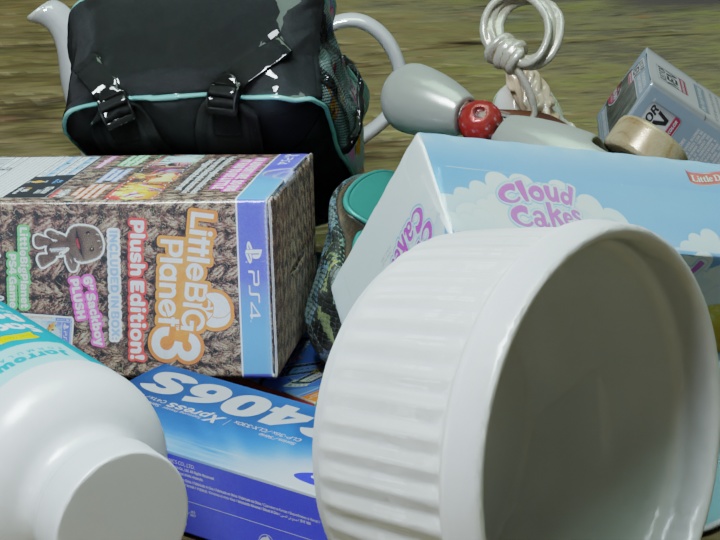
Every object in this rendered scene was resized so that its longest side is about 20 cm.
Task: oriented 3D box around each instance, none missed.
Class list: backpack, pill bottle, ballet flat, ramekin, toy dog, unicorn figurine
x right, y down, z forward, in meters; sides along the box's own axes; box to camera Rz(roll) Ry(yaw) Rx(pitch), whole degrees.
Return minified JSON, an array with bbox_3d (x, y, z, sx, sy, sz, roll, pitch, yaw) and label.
[{"bbox_3d":[-0.081,-0.106,1.456,0.174,0.200,0.154,-6,59,13],"label":"backpack"},{"bbox_3d":[-0.163,0.081,1.084,0.110,0.112,0.199,-11,24,-37],"label":"pill bottle"},{"bbox_3d":[0.000,0.000,1.359,0.074,0.075,0.200,6,20,6],"label":"ballet flat"},{"bbox_3d":[0.067,0.075,1.033,0.104,0.202,0.200,7,17,38],"label":"ramekin"},{"bbox_3d":[0.110,-0.060,1.409,0.131,0.096,0.200,-35,58,-4],"label":"toy dog"},{"bbox_3d":[0.108,-0.069,1.565,0.073,0.201,0.138,-21,60,-29],"label":"unicorn figurine"}]

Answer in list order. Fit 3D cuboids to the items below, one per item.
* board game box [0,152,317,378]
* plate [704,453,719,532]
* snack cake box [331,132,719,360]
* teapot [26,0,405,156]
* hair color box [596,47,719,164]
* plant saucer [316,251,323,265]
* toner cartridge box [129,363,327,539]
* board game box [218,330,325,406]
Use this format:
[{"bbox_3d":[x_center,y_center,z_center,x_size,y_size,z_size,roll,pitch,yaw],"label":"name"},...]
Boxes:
[{"bbox_3d":[-0.132,-0.006,1.307,0.198,0.098,0.159,0,12,8],"label":"board game box"},{"bbox_3d":[0.120,0.062,1.224,0.199,0.026,0.201,16,44,-16],"label":"plate"},{"bbox_3d":[0.100,0.001,1.165,0.198,0.115,0.068,4,49,-27],"label":"snack cake box"},{"bbox_3d":[-0.101,-0.125,1.643,0.199,0.147,0.197,-13,26,-43],"label":"teapot"},{"bbox_3d":[0.249,-0.055,1.506,0.199,0.061,0.099,34,17,-7],"label":"hair color box"},{"bbox_3d":[-0.095,-0.004,1.483,0.198,0.019,0.070,7,15,8],"label":"plant saucer"},{"bbox_3d":[-0.042,0.101,1.156,0.199,0.044,0.095,14,23,26],"label":"toner cartridge box"},{"bbox_3d":[-0.003,0.045,1.363,0.102,0.020,0.199,16,22,35],"label":"board game box"}]
